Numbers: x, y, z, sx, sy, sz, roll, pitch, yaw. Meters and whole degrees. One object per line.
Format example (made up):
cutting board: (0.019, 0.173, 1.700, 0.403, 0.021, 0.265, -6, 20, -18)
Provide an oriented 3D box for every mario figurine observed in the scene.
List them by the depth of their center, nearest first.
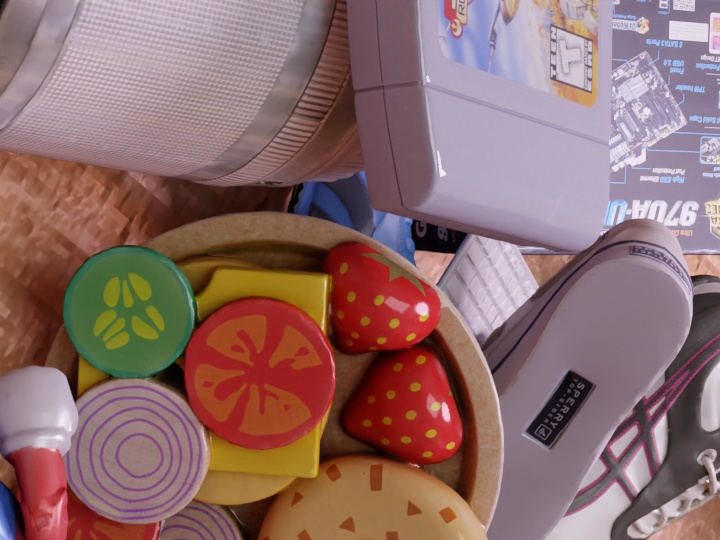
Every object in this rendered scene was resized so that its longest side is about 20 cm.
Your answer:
mario figurine: (-0.152, 0.111, 0.867, 0.200, 0.123, 0.106, 51, 37, -17)

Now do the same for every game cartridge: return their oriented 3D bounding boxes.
game cartridge: (0.047, -0.114, 0.836, 0.133, 0.041, 0.200, 12, 77, -55)

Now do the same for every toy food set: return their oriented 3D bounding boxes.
toy food set: (-0.041, 0.076, 0.904, 0.198, 0.049, 0.200, 3, 102, 5)

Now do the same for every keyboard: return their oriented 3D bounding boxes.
keyboard: (0.074, 0.043, 1.024, 0.056, 0.011, 0.200, -62, 148, -20)

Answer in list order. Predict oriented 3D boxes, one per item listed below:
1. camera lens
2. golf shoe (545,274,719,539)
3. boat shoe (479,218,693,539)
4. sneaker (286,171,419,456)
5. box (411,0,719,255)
camera lens: (-0.084, -0.118, 0.848, 0.200, 0.160, 0.160, 8, 88, -37)
golf shoe: (0.131, 0.094, 1.055, 0.200, 0.088, 0.077, -63, 150, -4)
boat shoe: (0.071, 0.057, 0.958, 0.071, 0.070, 0.200, 32, 116, -5)
sneaker: (0.000, 0.000, 0.962, 0.078, 0.066, 0.200, 15, 87, -2)
box: (0.114, -0.087, 1.072, 0.200, 0.046, 0.159, -1, 94, -37)
